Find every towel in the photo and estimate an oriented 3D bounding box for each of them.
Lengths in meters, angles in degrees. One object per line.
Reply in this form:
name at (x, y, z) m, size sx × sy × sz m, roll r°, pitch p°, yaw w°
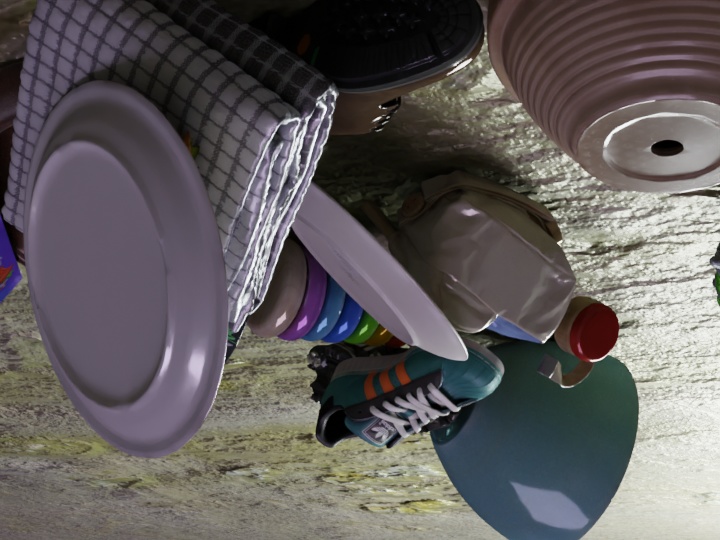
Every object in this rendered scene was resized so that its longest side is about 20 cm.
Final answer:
towel at (-0.112, -0.067, 0.665) m, size 0.165 × 0.086 × 0.201 m, roll 34°, pitch 134°, yaw 11°

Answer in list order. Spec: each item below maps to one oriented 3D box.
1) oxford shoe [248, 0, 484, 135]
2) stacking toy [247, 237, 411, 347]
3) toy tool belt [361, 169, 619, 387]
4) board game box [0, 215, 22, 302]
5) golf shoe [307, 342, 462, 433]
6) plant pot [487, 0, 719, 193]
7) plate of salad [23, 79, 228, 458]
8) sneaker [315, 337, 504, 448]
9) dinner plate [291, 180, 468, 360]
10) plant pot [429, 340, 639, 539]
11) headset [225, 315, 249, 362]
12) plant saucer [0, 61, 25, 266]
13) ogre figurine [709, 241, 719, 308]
oxford shoe at (0.003, -0.121, 0.666) m, size 0.084 × 0.073 × 0.199 m, roll 25°, pitch 162°, yaw -40°
stacking toy at (0.001, 0.036, 0.993) m, size 0.199 × 0.086 × 0.085 m, roll 17°, pitch 154°, yaw -31°
toy tool belt at (0.099, 0.002, 0.877) m, size 0.199 × 0.126 × 0.123 m, roll 29°, pitch 178°, yaw -35°
board game box at (-0.336, -0.060, 0.796) m, size 0.199 × 0.045 × 0.135 m, roll 34°, pitch 156°, yaw 7°
golf shoe at (0.035, 0.099, 1.096) m, size 0.088 × 0.078 × 0.199 m, roll -10°, pitch -166°, yaw -40°
plant pot at (0.168, -0.106, 0.625) m, size 0.199 × 0.093 × 0.201 m, roll 5°, pitch 154°, yaw 2°
plate of salad at (-0.124, -0.001, 0.612) m, size 0.048 × 0.202 × 0.199 m, roll -12°, pitch 173°, yaw -43°
sneaker at (0.037, 0.113, 0.965) m, size 0.071 × 0.080 × 0.199 m, roll 42°, pitch 144°, yaw -23°
dinner plate at (0.000, 0.000, 0.828) m, size 0.200 × 0.024 × 0.200 m, roll 44°, pitch 171°, yaw 8°
plant pot at (0.144, 0.147, 1.072) m, size 0.134 × 0.201 × 0.200 m, roll 26°, pitch 151°, yaw -17°
headset at (-0.145, 0.016, 0.941) m, size 0.093 × 0.124 × 0.200 m, roll 18°, pitch 173°, yaw -23°
plant saucer at (-0.196, -0.055, 0.803) m, size 0.198 × 0.032 × 0.201 m, roll 4°, pitch 130°, yaw 5°
ogre figurine at (0.327, -0.017, 0.779) m, size 0.199 × 0.099 × 0.120 m, roll 1°, pitch 169°, yaw 38°
